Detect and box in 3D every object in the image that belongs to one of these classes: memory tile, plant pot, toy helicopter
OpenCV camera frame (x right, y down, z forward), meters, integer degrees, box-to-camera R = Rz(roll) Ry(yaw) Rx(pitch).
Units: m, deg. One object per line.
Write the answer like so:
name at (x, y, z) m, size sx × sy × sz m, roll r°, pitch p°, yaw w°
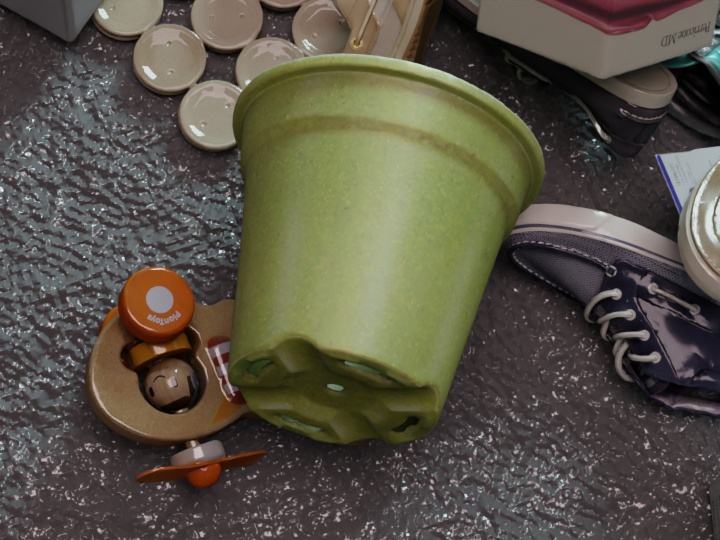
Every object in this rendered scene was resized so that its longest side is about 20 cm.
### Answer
memory tile at (-0.072, -0.185, 1.600) m, size 0.200 × 0.017 × 0.153 m, roll -37°, pitch 79°, yaw -15°
plant pot at (0.000, 0.000, 1.437) m, size 0.200 × 0.200 × 0.184 m, roll 14°, pitch 62°, yaw -1°
toy helicopter at (-0.076, 0.084, 1.486) m, size 0.200 × 0.079 × 0.132 m, roll 11°, pitch 65°, yaw -15°

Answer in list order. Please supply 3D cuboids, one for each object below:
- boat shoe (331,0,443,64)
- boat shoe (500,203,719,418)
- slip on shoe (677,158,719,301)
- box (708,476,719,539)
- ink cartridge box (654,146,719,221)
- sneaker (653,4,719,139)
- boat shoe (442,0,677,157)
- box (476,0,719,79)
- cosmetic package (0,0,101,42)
boat shoe at (0.013, -0.169, 1.546) m, size 0.069 × 0.074 × 0.200 m, roll 19°, pitch 98°, yaw 8°
boat shoe at (0.177, 0.028, 1.525) m, size 0.200 × 0.075 × 0.093 m, roll 18°, pitch 64°, yaw -1°
slip on shoe at (0.269, -0.058, 1.485) m, size 0.076 × 0.061 × 0.200 m, roll 46°, pitch 52°, yaw 2°
box at (0.334, 0.211, 1.455) m, size 0.199 × 0.131 × 0.200 m, roll -1°, pitch 73°, yaw -7°
ink cartridge box at (0.281, -0.038, 1.539) m, size 0.200 × 0.037 × 0.095 m, roll -6°, pitch 67°, yaw -33°
sneaker at (0.232, -0.169, 1.594) m, size 0.121 × 0.084 × 0.200 m, roll -26°, pitch 78°, yaw -23°
boat shoe at (0.119, -0.144, 1.577) m, size 0.200 × 0.063 × 0.073 m, roll 35°, pitch 38°, yaw 25°
box at (0.163, -0.239, 1.480) m, size 0.109 × 0.200 × 0.128 m, roll 26°, pitch 32°, yaw 36°
cosmetic package at (-0.233, -0.290, 1.531) m, size 0.200 × 0.166 × 0.167 m, roll 28°, pitch 70°, yaw 8°
